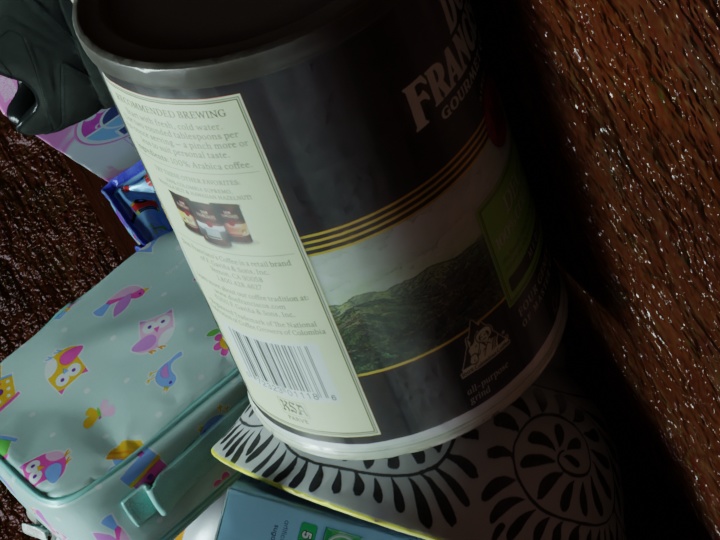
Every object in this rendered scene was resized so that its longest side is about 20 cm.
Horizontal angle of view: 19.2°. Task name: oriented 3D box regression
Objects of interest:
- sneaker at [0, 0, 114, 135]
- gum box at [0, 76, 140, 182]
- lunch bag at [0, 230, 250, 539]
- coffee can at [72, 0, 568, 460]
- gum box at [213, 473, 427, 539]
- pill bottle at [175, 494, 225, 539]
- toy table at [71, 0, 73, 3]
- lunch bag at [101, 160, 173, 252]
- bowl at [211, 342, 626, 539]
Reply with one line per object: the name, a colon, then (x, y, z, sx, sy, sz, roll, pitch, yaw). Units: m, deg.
sneaker: (-0.200, -0.161, 1.218, 0.201, 0.090, 0.076, 65, 172, -30)
gum box: (-0.165, -0.133, 1.424, 0.066, 0.113, 0.200, 58, -173, 19)
lunch bag: (-0.113, 0.073, 1.181, 0.160, 0.200, 0.077, 33, 157, 48)
coffee can: (-0.011, -0.046, 0.854, 0.146, 0.146, 0.201, 50, 166, 52)
gum box: (0.036, 0.138, 0.970, 0.170, 0.199, 0.045, 63, -138, -89)
pill bottle: (-0.061, 0.134, 1.238, 0.200, 0.111, 0.111, 55, 170, 50)
toy table: (-0.071, -0.130, 1.040, 0.184, 0.117, 0.201, 49, 164, 53)
lunch bag: (-0.078, 0.009, 1.411, 0.151, 0.094, 0.200, 50, -175, -29)
bowl: (0.041, 0.067, 0.969, 0.199, 0.095, 0.201, 17, 180, 0)
